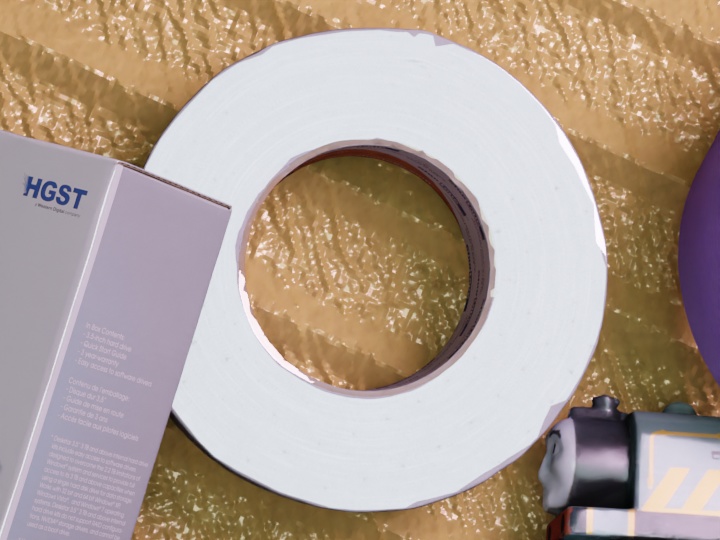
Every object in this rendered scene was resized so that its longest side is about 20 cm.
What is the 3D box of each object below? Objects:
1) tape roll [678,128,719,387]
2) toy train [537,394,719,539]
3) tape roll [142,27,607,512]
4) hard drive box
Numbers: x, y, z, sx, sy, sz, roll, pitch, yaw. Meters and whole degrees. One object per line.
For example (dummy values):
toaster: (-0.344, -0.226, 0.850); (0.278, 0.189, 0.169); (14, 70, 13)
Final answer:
tape roll: (0.236, -0.013, 1.219); (0.200, 0.085, 0.200); (3, 68, -7)
toy train: (0.168, 0.112, 1.246); (0.200, 0.085, 0.114); (4, 75, -4)
tape roll: (0.000, 0.000, 1.237); (0.200, 0.066, 0.201); (0, 88, -6)
hard drive box: (-0.157, 0.046, 1.175); (0.156, 0.077, 0.200); (13, 84, 37)
